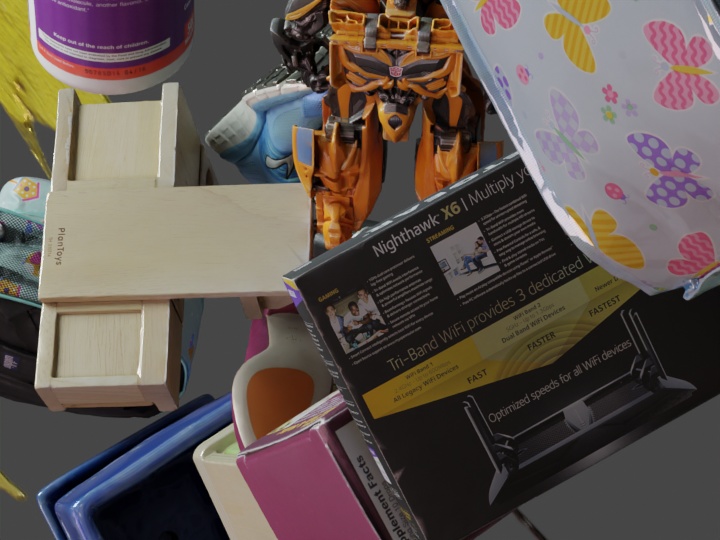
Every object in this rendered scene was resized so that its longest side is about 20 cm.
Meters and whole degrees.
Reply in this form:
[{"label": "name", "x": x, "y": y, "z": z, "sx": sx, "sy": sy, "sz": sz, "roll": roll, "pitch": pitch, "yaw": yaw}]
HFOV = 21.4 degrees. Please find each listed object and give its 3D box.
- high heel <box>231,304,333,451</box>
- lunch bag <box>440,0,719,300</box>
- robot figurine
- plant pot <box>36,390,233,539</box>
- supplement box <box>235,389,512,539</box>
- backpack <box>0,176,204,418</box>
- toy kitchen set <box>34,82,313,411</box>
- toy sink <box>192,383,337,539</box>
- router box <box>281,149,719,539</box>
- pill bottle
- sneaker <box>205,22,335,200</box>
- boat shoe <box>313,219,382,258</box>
[{"label": "high heel", "x": -0.057, "y": 0.082, "z": 1.300, "sx": 0.201, "sy": 0.067, "sz": 0.096, "roll": -92, "pitch": 10, "yaw": -46}, {"label": "lunch bag", "x": 0.144, "y": -0.102, "z": 0.845, "sx": 0.201, "sy": 0.127, "sz": 0.170, "roll": 65, "pitch": 150, "yaw": 11}, {"label": "robot figurine", "x": 0.023, "y": -0.089, "z": 1.059, "sx": 0.144, "sy": 0.058, "sz": 0.201, "roll": 4, "pitch": 143, "yaw": 4}, {"label": "plant pot", "x": -0.132, "y": 0.214, "z": 1.506, "sx": 0.201, "sy": 0.199, "sz": 0.180, "roll": 64, "pitch": 157, "yaw": -10}, {"label": "supplement box", "x": 0.050, "y": 0.092, "z": 1.093, "sx": 0.104, "sy": 0.199, "sz": 0.131, "roll": 60, "pitch": 152, "yaw": -1}, {"label": "backpack", "x": -0.221, "y": 0.029, "z": 1.500, "sx": 0.199, "sy": 0.154, "sz": 0.176, "roll": 20, "pitch": 146, "yaw": -6}, {"label": "toy kitchen set", "x": -0.100, "y": 0.009, "z": 1.216, "sx": 0.181, "sy": 0.162, "sz": 0.201, "roll": 75, "pitch": -166, "yaw": -65}, {"label": "toy sink", "x": -0.029, "y": 0.145, "z": 1.342, "sx": 0.200, "sy": 0.130, "sz": 0.113, "roll": -5, "pitch": 113, "yaw": 60}, {"label": "router box", "x": 0.083, "y": 0.027, "z": 0.979, "sx": 0.158, "sy": 0.199, "sz": 0.052, "roll": 63, "pitch": 173, "yaw": -6}, {"label": "pill bottle", "x": -0.163, "y": -0.219, "z": 1.235, "sx": 0.112, "sy": 0.112, "sz": 0.201, "roll": 42, "pitch": 147, "yaw": 29}, {"label": "sneaker", "x": -0.027, "y": -0.091, "z": 1.197, "sx": 0.090, "sy": 0.078, "sz": 0.200, "roll": 50, "pitch": 160, "yaw": -3}, {"label": "boat shoe", "x": 0.000, "y": 0.000, "z": 1.204, "sx": 0.067, "sy": 0.072, "sz": 0.200, "roll": 32, "pitch": 165, "yaw": -29}]
